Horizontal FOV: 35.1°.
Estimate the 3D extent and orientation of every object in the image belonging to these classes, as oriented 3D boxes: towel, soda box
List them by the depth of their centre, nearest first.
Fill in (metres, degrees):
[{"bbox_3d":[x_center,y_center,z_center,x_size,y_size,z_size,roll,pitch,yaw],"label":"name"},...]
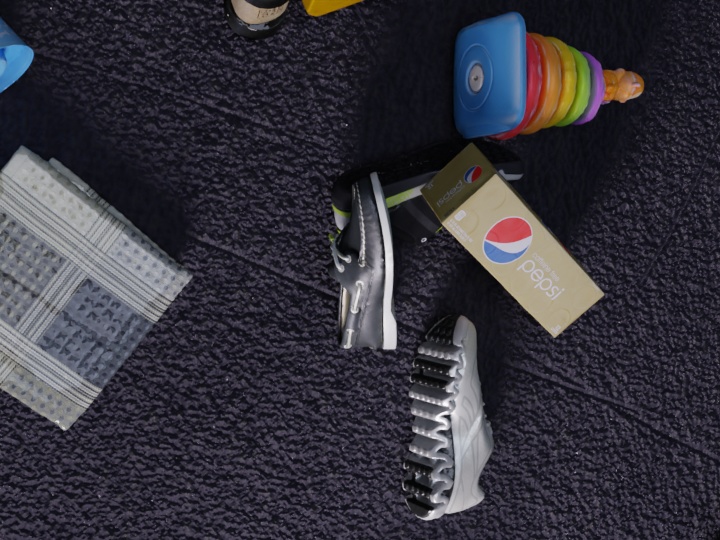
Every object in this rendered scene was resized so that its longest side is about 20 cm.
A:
[{"bbox_3d":[-0.286,0.015,1.032,0.200,0.035,0.193,39,89,-17],"label":"towel"},{"bbox_3d":[0.145,-0.025,1.073,0.068,0.064,0.200,-41,125,9],"label":"soda box"}]

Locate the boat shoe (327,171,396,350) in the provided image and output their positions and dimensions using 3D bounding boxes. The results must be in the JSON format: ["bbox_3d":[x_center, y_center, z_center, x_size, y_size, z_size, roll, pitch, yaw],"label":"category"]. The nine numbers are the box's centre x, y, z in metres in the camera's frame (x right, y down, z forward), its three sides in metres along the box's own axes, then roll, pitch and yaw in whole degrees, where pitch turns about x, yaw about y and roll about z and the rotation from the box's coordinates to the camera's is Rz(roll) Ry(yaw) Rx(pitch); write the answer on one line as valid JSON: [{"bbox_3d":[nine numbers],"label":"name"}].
[{"bbox_3d":[0.000,0.000,1.040,0.060,0.076,0.202,-6,128,-2],"label":"boat shoe"}]

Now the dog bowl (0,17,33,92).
[{"bbox_3d":[-0.373,-0.153,0.951,0.199,0.111,0.050,-33,90,-8],"label":"dog bowl"}]

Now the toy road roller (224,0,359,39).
[{"bbox_3d":[-0.049,-0.306,1.001,0.198,0.123,0.147,-19,88,-13],"label":"toy road roller"}]

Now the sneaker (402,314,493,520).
[{"bbox_3d":[0.093,0.143,1.122,0.080,0.075,0.202,3,98,-28],"label":"sneaker"}]

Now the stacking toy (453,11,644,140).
[{"bbox_3d":[0.193,-0.179,1.100,0.198,0.116,0.111,-1,91,-27],"label":"stacking toy"}]

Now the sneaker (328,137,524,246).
[{"bbox_3d":[0.061,-0.069,1.098,0.198,0.072,0.084,-13,123,-11],"label":"sneaker"}]
